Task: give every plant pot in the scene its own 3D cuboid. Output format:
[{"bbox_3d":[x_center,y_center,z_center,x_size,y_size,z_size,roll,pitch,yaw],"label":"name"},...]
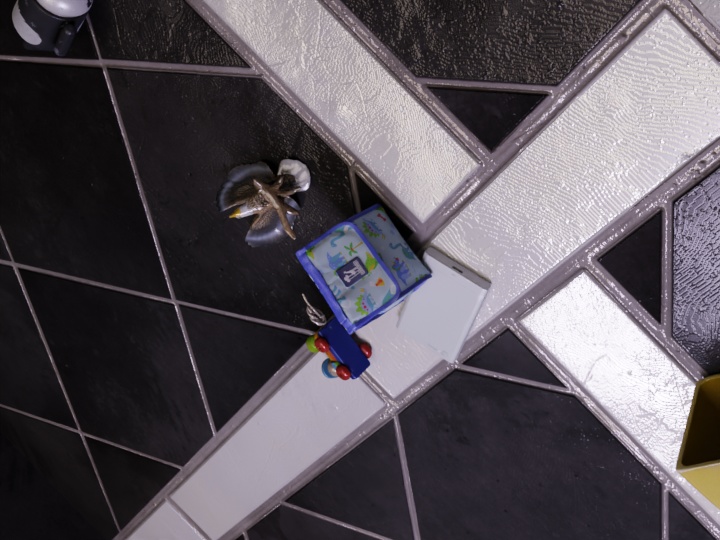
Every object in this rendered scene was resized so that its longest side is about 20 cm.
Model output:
[{"bbox_3d":[0.625,0.278,1.447,0.195,0.195,0.200,-24,114,44],"label":"plant pot"}]

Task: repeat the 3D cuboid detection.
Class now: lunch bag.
[{"bbox_3d":[0.000,0.000,1.677,0.171,0.199,0.127,54,138,7],"label":"lunch bag"}]

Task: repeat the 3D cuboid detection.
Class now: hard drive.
[{"bbox_3d":[0.148,0.066,1.757,0.131,0.026,0.201,32,134,14],"label":"hard drive"}]

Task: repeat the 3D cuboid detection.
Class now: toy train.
[{"bbox_3d":[-0.076,0.134,1.943,0.201,0.085,0.115,52,149,-7],"label":"toy train"}]

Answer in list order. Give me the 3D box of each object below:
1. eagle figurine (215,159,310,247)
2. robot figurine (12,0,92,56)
[{"bbox_3d":[-0.187,-0.129,1.816,0.200,0.149,0.154,169,107,-72],"label":"eagle figurine"},{"bbox_3d":[-0.581,-0.498,1.822,0.150,0.125,0.200,41,137,-11],"label":"robot figurine"}]
